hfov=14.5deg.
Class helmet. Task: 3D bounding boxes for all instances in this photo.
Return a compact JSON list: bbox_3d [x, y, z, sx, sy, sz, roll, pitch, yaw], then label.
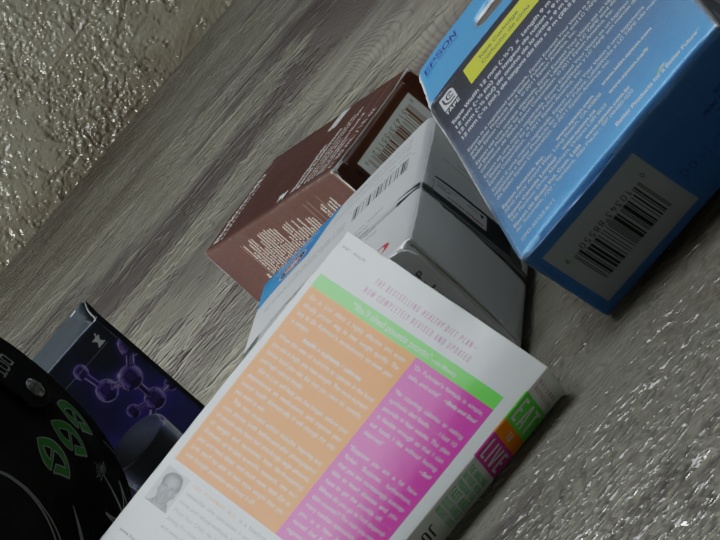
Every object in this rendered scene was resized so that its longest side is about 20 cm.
[{"bbox_3d":[-0.207,0.138,1.389,0.200,0.191,0.200,-23,22,10],"label":"helmet"}]

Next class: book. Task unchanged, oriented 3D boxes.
[{"bbox_3d":[-0.017,0.096,1.308,0.134,0.048,0.200,34,79,38],"label":"book"}]

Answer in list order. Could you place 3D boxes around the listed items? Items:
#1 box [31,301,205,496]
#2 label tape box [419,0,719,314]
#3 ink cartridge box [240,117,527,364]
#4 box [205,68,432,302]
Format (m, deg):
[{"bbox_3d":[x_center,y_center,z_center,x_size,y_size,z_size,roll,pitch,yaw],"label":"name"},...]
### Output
[{"bbox_3d":[-0.173,0.141,1.653,0.200,0.141,0.079,-49,11,-2],"label":"box"},{"bbox_3d":[0.114,-0.092,1.375,0.143,0.066,0.200,-51,29,15],"label":"label tape box"},{"bbox_3d":[0.012,0.023,1.496,0.145,0.084,0.200,-45,11,19],"label":"ink cartridge box"},{"bbox_3d":[-0.013,-0.049,1.870,0.100,0.075,0.200,-55,11,-30],"label":"box"}]
